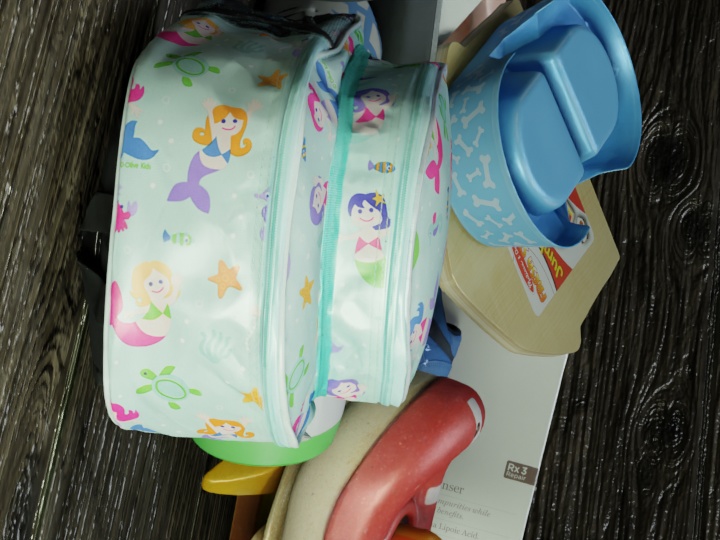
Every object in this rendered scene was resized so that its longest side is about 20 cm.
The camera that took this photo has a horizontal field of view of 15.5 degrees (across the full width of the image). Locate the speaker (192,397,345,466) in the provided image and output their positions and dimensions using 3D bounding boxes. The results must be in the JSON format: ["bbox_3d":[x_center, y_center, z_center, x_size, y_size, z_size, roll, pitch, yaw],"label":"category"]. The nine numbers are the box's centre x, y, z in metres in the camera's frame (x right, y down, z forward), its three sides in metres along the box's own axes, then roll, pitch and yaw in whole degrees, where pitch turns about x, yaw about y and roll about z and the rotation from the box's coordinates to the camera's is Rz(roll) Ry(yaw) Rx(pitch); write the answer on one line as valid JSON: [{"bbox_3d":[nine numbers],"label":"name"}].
[{"bbox_3d":[-0.044,-0.010,1.282,0.089,0.088,0.201,-70,164,-67],"label":"speaker"}]

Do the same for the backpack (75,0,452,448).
[{"bbox_3d":[-0.040,-0.017,1.087,0.200,0.150,0.179,-39,136,-75],"label":"backpack"}]

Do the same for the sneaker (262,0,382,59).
[{"bbox_3d":[-0.033,-0.099,1.411,0.073,0.072,0.201,50,32,-44],"label":"sneaker"}]

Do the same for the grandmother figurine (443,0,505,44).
[{"bbox_3d":[0.067,-0.121,1.607,0.060,0.121,0.201,-1,-86,63],"label":"grandmother figurine"}]

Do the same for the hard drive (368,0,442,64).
[{"bbox_3d":[0.002,-0.149,1.517,0.139,0.033,0.201,-21,-123,58],"label":"hard drive"}]

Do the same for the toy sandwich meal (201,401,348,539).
[{"bbox_3d":[-0.048,0.133,1.487,0.205,0.070,0.206,16,90,-80],"label":"toy sandwich meal"}]

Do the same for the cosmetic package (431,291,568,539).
[{"bbox_3d":[0.061,0.083,1.622,0.081,0.112,0.201,115,-12,-80],"label":"cosmetic package"}]

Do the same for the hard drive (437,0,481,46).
[{"bbox_3d":[0.025,-0.207,1.571,0.132,0.025,0.201,-46,-143,44],"label":"hard drive"}]

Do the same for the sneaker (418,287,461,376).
[{"bbox_3d":[0.000,0.000,1.508,0.079,0.066,0.200,-50,135,-17],"label":"sneaker"}]

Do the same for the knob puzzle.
[{"bbox_3d":[0.077,-0.037,1.518,0.219,0.030,0.221,30,54,-52],"label":"knob puzzle"}]

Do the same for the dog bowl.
[{"bbox_3d":[0.100,-0.084,1.497,0.112,0.049,0.200,65,31,-19],"label":"dog bowl"}]

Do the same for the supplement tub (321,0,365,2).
[{"bbox_3d":[-0.008,-0.237,1.248,0.201,0.122,0.123,90,8,-47],"label":"supplement tub"}]

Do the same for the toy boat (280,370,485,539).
[{"bbox_3d":[0.030,0.155,1.376,0.130,0.130,0.201,-35,140,-66],"label":"toy boat"}]
